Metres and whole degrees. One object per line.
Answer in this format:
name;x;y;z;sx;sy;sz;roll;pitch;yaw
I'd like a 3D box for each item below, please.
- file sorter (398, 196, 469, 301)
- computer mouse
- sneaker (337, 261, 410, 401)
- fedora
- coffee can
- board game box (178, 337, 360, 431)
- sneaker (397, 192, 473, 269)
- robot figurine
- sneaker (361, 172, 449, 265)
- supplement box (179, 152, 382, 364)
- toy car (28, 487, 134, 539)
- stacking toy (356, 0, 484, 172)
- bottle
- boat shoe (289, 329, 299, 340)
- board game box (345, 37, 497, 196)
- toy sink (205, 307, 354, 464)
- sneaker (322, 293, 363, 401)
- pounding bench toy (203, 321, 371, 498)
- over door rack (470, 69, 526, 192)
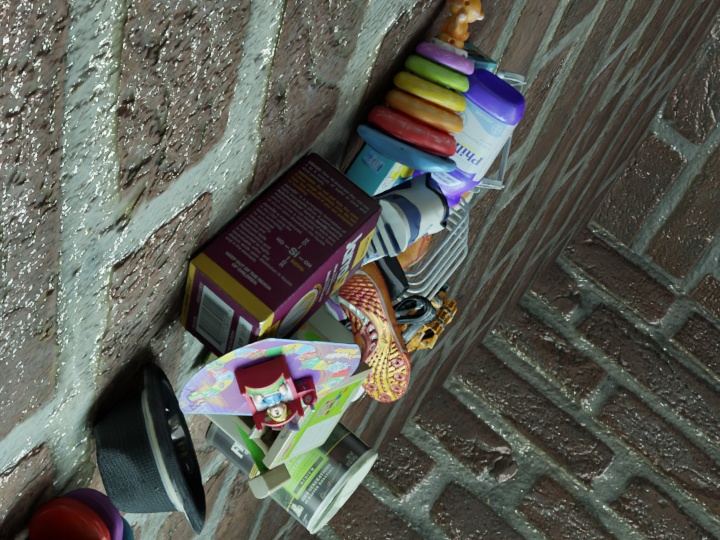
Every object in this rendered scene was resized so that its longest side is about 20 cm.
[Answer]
file sorter;0.067;-0.048;1.818;0.139;0.124;0.200;-50;168;-9
computer mouse;0.000;0.000;1.695;0.137;0.201;0.053;-16;-140;20
sneaker;0.022;0.071;1.653;0.077;0.072;0.202;-77;159;-58
fedora;-0.230;0.199;1.437;0.091;0.203;0.201;-17;165;-2
coffee can;-0.096;0.247;1.894;0.147;0.199;0.147;-48;168;-14
board game box;-0.087;0.129;1.411;0.199;0.039;0.158;6;143;-42
sneaker;0.087;-0.083;1.971;0.201;0.073;0.077;-53;147;-13
robot figurine;0.074;0.099;1.975;0.145;0.058;0.200;-51;-179;-44
sneaker;0.037;-0.056;1.529;0.114;0.081;0.199;-23;-172;-31
supplement box;-0.085;-0.005;1.420;0.200;0.103;0.131;-45;166;-30
toy car;-0.310;0.314;1.468;0.200;0.173;0.152;12;80;-77
stacking toy;0.083;-0.214;1.491;0.110;0.115;0.202;-37;149;-79
bottle;0.113;-0.137;1.591;0.201;0.083;0.065;-57;174;29
boat shoe;-0.098;0.036;1.521;0.075;0.061;0.201;-54;-163;43
board game box;0.075;-0.182;1.631;0.201;0.047;0.151;-55;168;17
toy sink;-0.097;0.142;1.750;0.201;0.130;0.112;-51;168;-6
sneaker;-0.014;0.076;1.832;0.100;0.074;0.202;-68;158;-79
pounding bench toy;-0.118;0.153;1.618;0.124;0.156;0.201;-16;142;-59
over door rack;0.154;-0.178;1.753;0.200;0.066;0.149;-158;-99;-84
